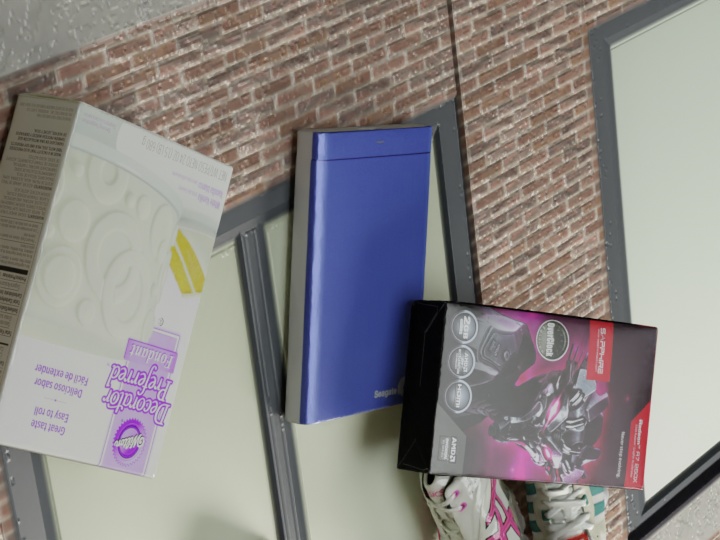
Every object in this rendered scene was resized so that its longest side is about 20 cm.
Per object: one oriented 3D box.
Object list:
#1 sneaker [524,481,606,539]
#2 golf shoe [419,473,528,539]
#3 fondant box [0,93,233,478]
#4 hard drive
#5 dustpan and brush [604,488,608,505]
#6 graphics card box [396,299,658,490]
[{"bbox_3d":[0.165,0.182,1.639,0.201,0.070,0.094,79,-2,-45],"label":"sneaker"},{"bbox_3d":[0.075,0.172,1.580,0.092,0.072,0.202,-5,92,-45],"label":"golf shoe"},{"bbox_3d":[-0.162,0.012,1.248,0.144,0.058,0.201,21,82,-52],"label":"fondant box"},{"bbox_3d":[0.000,0.000,1.478,0.132,0.025,0.202,-8,104,-51],"label":"hard drive"},{"bbox_3d":[0.185,0.262,1.759,0.139,0.057,0.201,27,83,-40],"label":"dustpan and brush"},{"bbox_3d":[0.125,0.092,1.537,0.199,0.051,0.126,8,87,-30],"label":"graphics card box"}]
